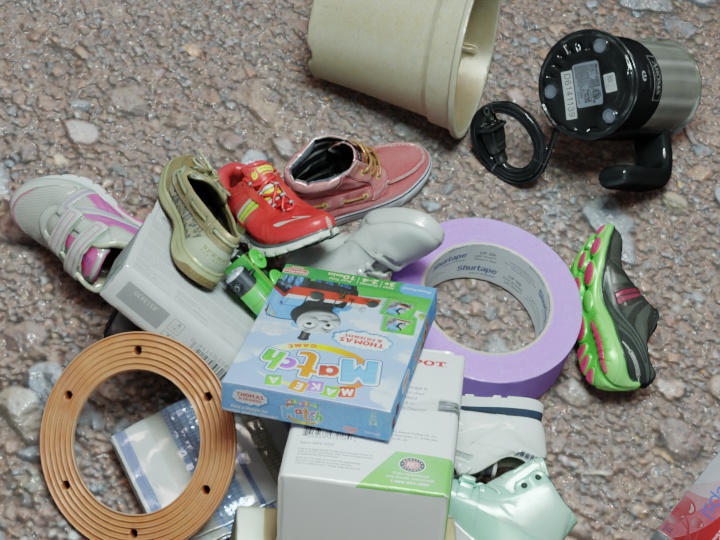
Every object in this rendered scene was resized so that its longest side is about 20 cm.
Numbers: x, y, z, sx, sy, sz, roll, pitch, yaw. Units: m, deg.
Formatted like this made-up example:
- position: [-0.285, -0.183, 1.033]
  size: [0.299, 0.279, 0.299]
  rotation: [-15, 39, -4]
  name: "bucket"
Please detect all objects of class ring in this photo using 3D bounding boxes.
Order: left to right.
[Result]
- position: [-0.202, 0.157, 1.419]
  size: [0.199, 0.019, 0.202]
  rotation: [-2, 84, 19]
  name: "ring"

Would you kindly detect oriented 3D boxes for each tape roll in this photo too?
- position: [0.124, 0.045, 1.598]
  size: [0.199, 0.066, 0.201]
  rotation: [5, 54, -7]
  name: "tape roll"

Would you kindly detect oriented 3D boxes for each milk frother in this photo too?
- position: [0.252, -0.181, 1.746]
  size: [0.199, 0.181, 0.188]
  rotation: [13, 10, 33]
  name: "milk frother"

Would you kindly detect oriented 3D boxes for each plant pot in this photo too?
- position: [0.045, -0.265, 1.736]
  size: [0.183, 0.201, 0.201]
  rotation: [14, 53, 13]
  name: "plant pot"

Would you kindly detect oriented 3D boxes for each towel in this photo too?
- position: [-0.121, 0.177, 1.467]
  size: [0.199, 0.024, 0.147]
  rotation: [-25, 66, -17]
  name: "towel"

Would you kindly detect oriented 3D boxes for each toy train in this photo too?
- position: [-0.060, 0.060, 1.516]
  size: [0.200, 0.042, 0.056]
  rotation: [46, 29, -11]
  name: "toy train"

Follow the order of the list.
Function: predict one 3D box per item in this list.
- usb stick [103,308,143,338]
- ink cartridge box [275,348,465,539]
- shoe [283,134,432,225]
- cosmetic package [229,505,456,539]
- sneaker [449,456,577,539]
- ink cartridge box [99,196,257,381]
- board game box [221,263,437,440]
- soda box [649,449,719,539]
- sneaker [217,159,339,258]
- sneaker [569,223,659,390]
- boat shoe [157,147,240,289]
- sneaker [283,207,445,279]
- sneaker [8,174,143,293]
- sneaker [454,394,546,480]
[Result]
- position: [-0.158, 0.086, 1.534]
  size: [0.199, 0.033, 0.056]
  rotation: [23, 54, 5]
  name: "usb stick"
- position: [0.013, 0.156, 1.377]
  size: [0.145, 0.084, 0.200]
  rotation: [6, 33, 5]
  name: "ink cartridge box"
- position: [-0.001, -0.106, 1.661]
  size: [0.199, 0.091, 0.072]
  rotation: [-24, 63, -25]
  name: "shoe"
- position: [-0.019, 0.268, 1.393]
  size: [0.199, 0.105, 0.071]
  rotation: [5, 54, -9]
  name: "cosmetic package"
- position: [0.109, 0.203, 1.463]
  size: [0.200, 0.074, 0.118]
  rotation: [42, 74, 11]
  name: "sneaker"
- position: [-0.162, 0.019, 1.511]
  size: [0.161, 0.050, 0.200]
  rotation: [40, 18, -14]
  name: "ink cartridge box"
- position: [-0.023, 0.069, 1.398]
  size: [0.150, 0.037, 0.200]
  rotation: [9, 34, 10]
  name: "board game box"
- position: [0.355, 0.221, 1.516]
  size: [0.063, 0.070, 0.200]
  rotation: [38, 58, 16]
  name: "soda box"
- position: [-0.094, -0.067, 1.564]
  size: [0.077, 0.085, 0.200]
  rotation: [-21, 22, -29]
  name: "sneaker"
- position: [0.267, 0.043, 1.633]
  size: [0.083, 0.077, 0.201]
  rotation: [15, 55, -23]
  name: "sneaker"
- position: [-0.151, -0.060, 1.528]
  size: [0.073, 0.063, 0.200]
  rotation: [31, 23, -32]
  name: "boat shoe"
- position: [0.000, 0.000, 1.552]
  size: [0.075, 0.199, 0.089]
  rotation: [38, 52, -33]
  name: "sneaker"
- position: [-0.265, -0.030, 1.546]
  size: [0.199, 0.082, 0.088]
  rotation: [24, 23, 7]
  name: "sneaker"
- position: [0.083, 0.164, 1.508]
  size: [0.199, 0.076, 0.081]
  rotation: [2, 75, -3]
  name: "sneaker"
